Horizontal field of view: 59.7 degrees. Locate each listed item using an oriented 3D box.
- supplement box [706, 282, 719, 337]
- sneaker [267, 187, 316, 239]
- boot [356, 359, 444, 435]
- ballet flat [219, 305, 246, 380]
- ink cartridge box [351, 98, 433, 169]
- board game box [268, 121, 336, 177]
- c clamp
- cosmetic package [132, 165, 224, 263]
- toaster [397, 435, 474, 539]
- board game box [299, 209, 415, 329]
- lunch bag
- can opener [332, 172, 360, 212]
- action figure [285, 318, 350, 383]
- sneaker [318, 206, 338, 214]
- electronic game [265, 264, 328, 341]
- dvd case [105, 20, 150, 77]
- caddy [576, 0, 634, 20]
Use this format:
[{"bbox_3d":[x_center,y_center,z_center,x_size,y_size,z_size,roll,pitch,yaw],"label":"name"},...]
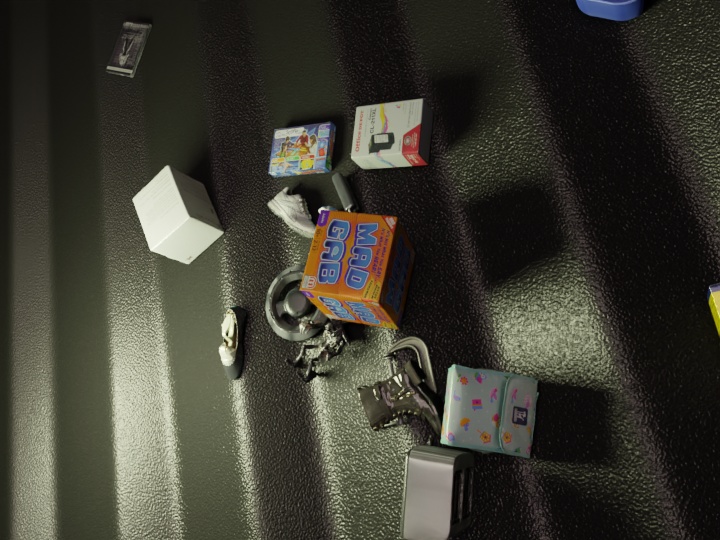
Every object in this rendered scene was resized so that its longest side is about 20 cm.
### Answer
[{"bbox_3d":[0.725,0.121,1.150,0.107,0.108,0.206,-17,70,23],"label":"supplement box"},{"bbox_3d":[-0.177,-0.162,1.734,0.199,0.074,0.088,41,92,29],"label":"sneaker"},{"bbox_3d":[0.096,0.323,1.450,0.173,0.069,0.203,-36,72,18],"label":"boot"},{"bbox_3d":[-0.363,0.198,1.743,0.071,0.073,0.207,-2,77,27],"label":"ballet flat"},{"bbox_3d":[0.081,-0.352,1.634,0.195,0.082,0.151,0,78,28],"label":"ink cartridge box"},{"bbox_3d":[-0.168,-0.345,1.794,0.195,0.034,0.140,0,77,28],"label":"board game box"},{"bbox_3d":[0.100,0.265,1.499,0.167,0.027,0.206,-13,72,25],"label":"c clamp"},{"bbox_3d":[-0.544,-0.163,1.876,0.165,0.167,0.203,-36,64,14],"label":"cosmetic package"},{"bbox_3d":[0.163,0.463,1.329,0.115,0.180,0.207,0,78,24],"label":"toaster"},{"bbox_3d":[0.000,0.000,1.491,0.194,0.200,0.205,7,71,21],"label":"board game box"},{"bbox_3d":[0.278,0.301,1.338,0.194,0.122,0.176,9,76,4],"label":"lunch bag"},{"bbox_3d":[-0.038,-0.163,1.668,0.066,0.053,0.204,-31,64,17],"label":"can opener"},{"bbox_3d":[-0.101,0.186,1.587,0.201,0.101,0.119,-51,59,12],"label":"action figure"},{"bbox_3d":[-0.088,-0.071,1.655,0.071,0.071,0.206,-21,62,46],"label":"sneaker"},{"bbox_3d":[-0.166,0.086,1.679,0.194,0.042,0.207,-4,77,19],"label":"electronic game"},{"bbox_3d":[-0.847,-0.811,2.292,0.145,0.016,0.205,17,85,29],"label":"dvd case"},{"bbox_3d":[0.577,-0.665,1.431,0.197,0.104,0.145,25,90,30],"label":"caddy"}]
